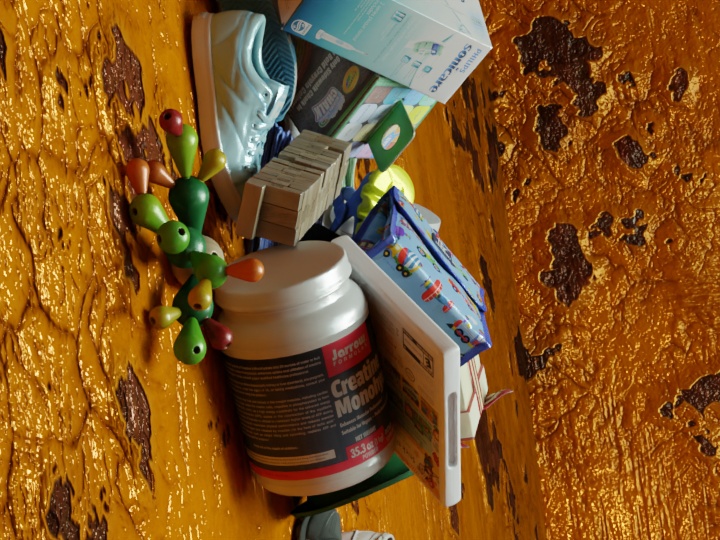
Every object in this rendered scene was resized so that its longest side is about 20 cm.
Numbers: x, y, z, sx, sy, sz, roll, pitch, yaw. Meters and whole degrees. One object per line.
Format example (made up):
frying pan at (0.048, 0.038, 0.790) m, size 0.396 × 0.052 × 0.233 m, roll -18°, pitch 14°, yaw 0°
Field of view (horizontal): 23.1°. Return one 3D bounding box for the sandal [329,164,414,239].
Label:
sandal at (-0.009, -0.018, 1.902) m, size 0.079 × 0.087 × 0.201 m, roll 32°, pitch 74°, yaw -33°

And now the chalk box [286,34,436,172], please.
chalk box at (-0.001, -0.195, 1.813) m, size 0.123 × 0.124 × 0.201 m, roll -4°, pitch 55°, yaw -48°

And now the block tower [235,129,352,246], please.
block tower at (-0.060, -0.079, 1.669) m, size 0.200 × 0.057 × 0.054 m, roll -50°, pitch 154°, yaw -66°

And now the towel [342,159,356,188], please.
towel at (-0.016, -0.144, 2.106) m, size 0.201 × 0.023 × 0.153 m, roll -93°, pitch -177°, yaw -48°

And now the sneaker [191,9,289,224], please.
sneaker at (-0.105, -0.145, 1.646) m, size 0.074 × 0.081 × 0.202 m, roll -43°, pitch 124°, yaw -74°

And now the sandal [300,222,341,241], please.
sandal at (0.000, 0.001, 1.819) m, size 0.199 × 0.043 × 0.077 m, roll 13°, pitch 87°, yaw -46°

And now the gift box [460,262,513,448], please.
gift box at (0.060, 0.111, 1.981) m, size 0.185 × 0.198 × 0.188 m, roll -50°, pitch 132°, yaw -68°

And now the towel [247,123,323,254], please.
towel at (-0.068, -0.058, 1.817) m, size 0.200 × 0.024 × 0.146 m, roll 35°, pitch 63°, yaw -71°

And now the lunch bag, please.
lunch bag at (0.059, 0.008, 1.778) m, size 0.151 × 0.094 × 0.200 m, roll 47°, pitch 22°, yaw -12°

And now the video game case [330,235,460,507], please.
video game case at (0.032, 0.091, 1.618) m, size 0.200 × 0.023 × 0.183 m, roll 45°, pitch -33°, yaw 45°

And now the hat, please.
hat at (-0.030, 0.132, 1.737) m, size 0.165 × 0.200 × 0.177 m, roll -23°, pitch 90°, yaw -40°

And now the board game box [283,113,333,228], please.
board game box at (-0.063, -0.138, 1.975) m, size 0.200 × 0.026 × 0.201 m, roll 61°, pitch 24°, yaw -58°

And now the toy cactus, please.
toy cactus at (-0.132, -0.020, 1.449) m, size 0.165 × 0.102 × 0.201 m, roll 72°, pitch 3°, yaw -77°

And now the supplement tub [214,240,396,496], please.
supplement tub at (-0.051, 0.089, 1.592) m, size 0.140 × 0.139 × 0.201 m, roll -68°, pitch 148°, yaw -67°

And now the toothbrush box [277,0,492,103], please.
toothbrush box at (0.018, -0.271, 1.730) m, size 0.199 × 0.085 × 0.147 m, roll 23°, pitch 37°, yaw -29°

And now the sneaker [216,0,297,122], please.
sneaker at (-0.103, -0.246, 1.749) m, size 0.081 × 0.076 × 0.201 m, roll -66°, pitch 147°, yaw -71°

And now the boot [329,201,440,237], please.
boot at (0.017, -0.026, 2.046) m, size 0.199 × 0.073 × 0.096 m, roll 0°, pitch 122°, yaw -56°

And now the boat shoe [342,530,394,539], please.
boat shoe at (0.004, 0.346, 1.843) m, size 0.200 × 0.065 × 0.072 m, roll -76°, pitch 154°, yaw -62°

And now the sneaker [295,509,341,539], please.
sneaker at (-0.024, 0.312, 1.715) m, size 0.201 × 0.079 × 0.076 m, roll -87°, pitch 163°, yaw -47°
